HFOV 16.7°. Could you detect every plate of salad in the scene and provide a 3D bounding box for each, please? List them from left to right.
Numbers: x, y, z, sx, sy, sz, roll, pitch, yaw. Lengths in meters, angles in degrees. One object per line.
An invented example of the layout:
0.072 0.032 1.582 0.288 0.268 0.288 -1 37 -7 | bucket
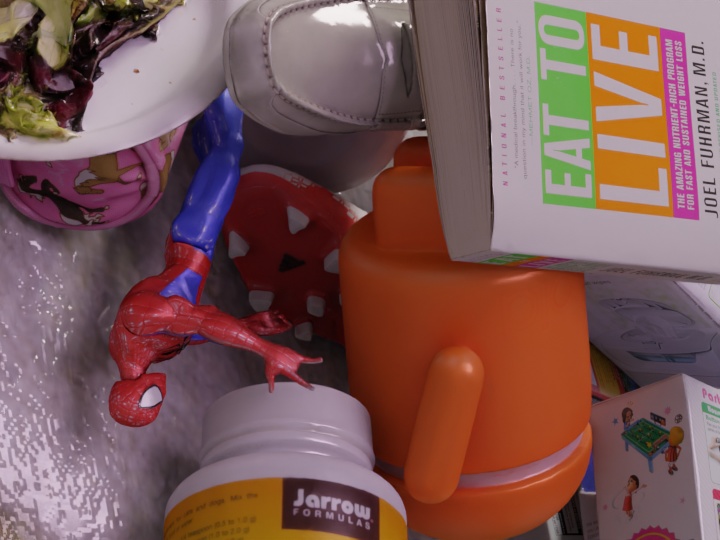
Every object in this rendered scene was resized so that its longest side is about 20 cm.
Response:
-0.142 -0.128 1.059 0.198 0.048 0.201 6 50 -7 | plate of salad

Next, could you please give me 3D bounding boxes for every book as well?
0.111 -0.064 1.101 0.199 0.048 0.135 4 78 -44 | book

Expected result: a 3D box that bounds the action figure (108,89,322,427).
-0.049 -0.010 1.100 0.098 0.065 0.201 24 65 -3 | action figure

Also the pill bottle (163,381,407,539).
-0.033 0.154 1.055 0.109 0.109 0.202 27 50 -39 | pill bottle

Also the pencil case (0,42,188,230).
-0.112 -0.114 1.137 0.086 0.083 0.201 39 44 -26 | pencil case

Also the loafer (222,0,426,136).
0.013 -0.096 1.092 0.199 0.069 0.071 -11 95 -55 | loafer

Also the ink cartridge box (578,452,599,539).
0.190 0.179 1.243 0.196 0.043 0.202 19 58 -44 | ink cartridge box

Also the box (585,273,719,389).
0.168 -0.064 1.321 0.176 0.096 0.201 38 58 -39 | box

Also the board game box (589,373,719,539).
0.184 0.166 1.159 0.147 0.064 0.202 21 56 -42 | board game box

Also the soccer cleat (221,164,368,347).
0.000 0.000 1.224 0.200 0.068 0.086 41 38 -34 | soccer cleat

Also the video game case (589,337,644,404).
0.117 0.011 1.361 0.199 0.017 0.144 23 47 -53 | video game case

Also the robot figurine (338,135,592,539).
0.049 0.041 1.137 0.116 0.144 0.202 -15 115 -19 | robot figurine

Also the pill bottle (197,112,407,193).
-0.006 -0.139 1.253 0.112 0.112 0.201 48 37 -20 | pill bottle

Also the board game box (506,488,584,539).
0.144 0.176 1.285 0.199 0.064 0.149 8 65 -47 | board game box
